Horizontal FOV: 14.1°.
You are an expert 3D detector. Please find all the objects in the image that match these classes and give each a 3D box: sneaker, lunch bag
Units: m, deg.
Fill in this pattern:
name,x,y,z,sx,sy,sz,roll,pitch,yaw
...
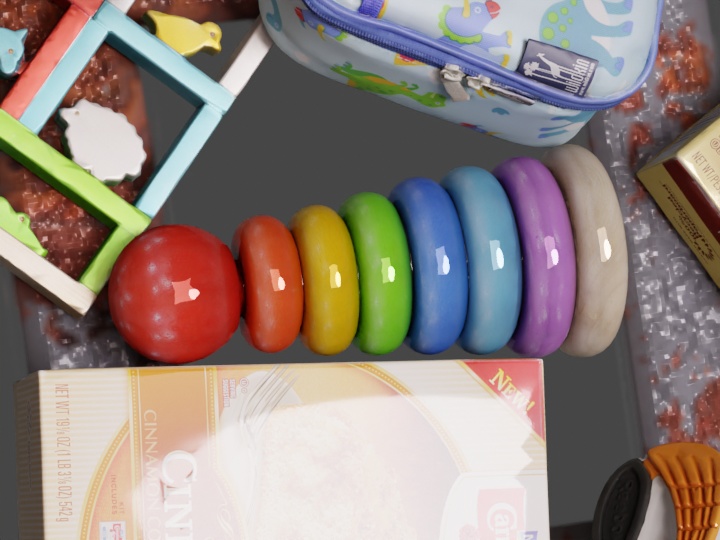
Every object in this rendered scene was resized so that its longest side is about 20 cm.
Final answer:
name,x,y,z,sx,sy,sz,roll,pitch,yaw
sneaker,0.124,0.171,1.118,0.092,0.075,0.201,45,53,-39
lunch bag,0.050,-0.160,1.164,0.160,0.082,0.201,20,72,-12

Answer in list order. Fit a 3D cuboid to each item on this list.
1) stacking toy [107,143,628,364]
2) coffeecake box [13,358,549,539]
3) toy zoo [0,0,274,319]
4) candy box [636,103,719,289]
name,x,y,z,sx,sy,sz,roll,pitch,yaw
stacking toy,0.000,0.000,1.143,0.198,0.085,0.086,-5,86,-14
coffeecake box,-0.030,0.114,1.129,0.198,0.073,0.155,-1,85,-15
toy zoo,-0.107,-0.100,1.156,0.131,0.020,0.201,35,77,-9
candy box,0.228,-0.057,1.222,0.200,0.055,0.116,-38,95,-14
